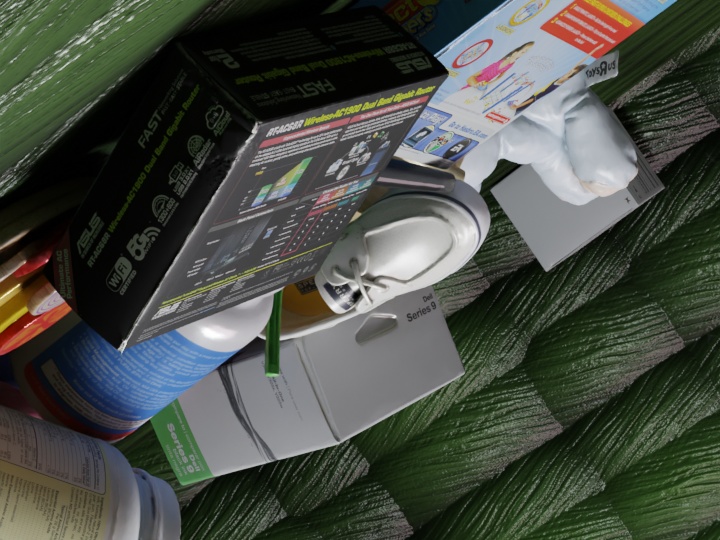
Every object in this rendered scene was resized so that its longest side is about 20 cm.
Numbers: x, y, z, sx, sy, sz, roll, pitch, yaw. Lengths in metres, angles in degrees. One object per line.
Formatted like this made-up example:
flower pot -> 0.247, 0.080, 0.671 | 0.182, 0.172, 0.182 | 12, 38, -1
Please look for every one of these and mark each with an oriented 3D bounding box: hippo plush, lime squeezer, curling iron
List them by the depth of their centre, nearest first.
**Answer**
curling iron -> -0.027, -0.061, 1.305 | 0.198, 0.026, 0.050 | -1, 147, -32
lime squeezer -> -0.044, -0.036, 1.395 | 0.037, 0.202, 0.071 | 2, -162, -35
hippo plush -> 0.114, -0.097, 1.676 | 0.160, 0.160, 0.200 | -34, 177, -16

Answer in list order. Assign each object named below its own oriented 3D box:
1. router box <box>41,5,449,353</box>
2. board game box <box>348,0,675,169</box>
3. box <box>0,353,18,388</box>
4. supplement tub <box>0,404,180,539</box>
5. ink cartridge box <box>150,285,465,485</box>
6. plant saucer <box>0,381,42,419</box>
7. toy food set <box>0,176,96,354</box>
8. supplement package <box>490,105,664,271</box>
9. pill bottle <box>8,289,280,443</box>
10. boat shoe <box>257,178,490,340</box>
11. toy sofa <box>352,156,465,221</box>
router box -> -0.056, -0.052, 1.103 | 0.150, 0.062, 0.200 | -55, 163, 27
board game box -> 0.080, -0.146, 1.266 | 0.195, 0.056, 0.200 | -36, 165, 16
box -> -0.292, 0.098, 1.543 | 0.121, 0.033, 0.200 | -35, 175, 13
supplement tub -> -0.227, 0.159, 1.329 | 0.145, 0.199, 0.146 | -38, -140, 41
ink cartridge box -> -0.044, 0.081, 1.583 | 0.145, 0.085, 0.199 | -26, -175, -41
plant saucer -> -0.293, 0.136, 1.465 | 0.199, 0.051, 0.201 | -24, 155, -12
toy food set -> -0.201, 0.015, 1.154 | 0.197, 0.049, 0.200 | -36, 176, 19
supplement package -> 0.330, -0.125, 3.272 | 0.200, 0.156, 0.111 | -37, 176, 34
pill bottle -> -0.125, 0.019, 1.368 | 0.200, 0.113, 0.112 | -36, 176, 32
boat shoe -> 0.000, 0.000, 1.415 | 0.199, 0.071, 0.070 | -20, -155, 40
toy sofa -> -0.010, -0.051, 1.538 | 0.200, 0.082, 0.098 | -24, -136, 58
